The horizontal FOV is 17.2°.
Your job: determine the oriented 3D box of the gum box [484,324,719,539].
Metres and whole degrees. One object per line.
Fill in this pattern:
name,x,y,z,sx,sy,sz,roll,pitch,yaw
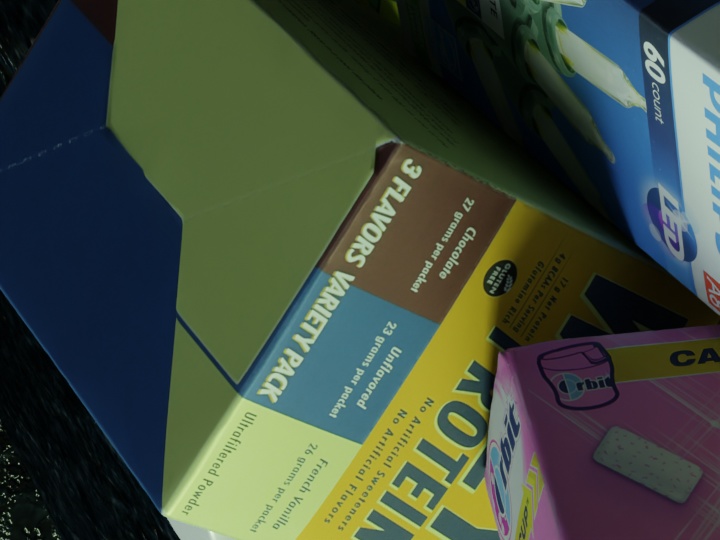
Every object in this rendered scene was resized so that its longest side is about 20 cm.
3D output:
gum box,0.146,0.075,0.698,0.066,0.198,0.114,95,166,-48

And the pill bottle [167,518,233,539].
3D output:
pill bottle,-0.005,0.057,1.123,0.112,0.199,0.112,52,161,27

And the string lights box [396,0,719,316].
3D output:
string lights box,0.081,-0.076,0.732,0.200,0.059,0.103,45,157,44

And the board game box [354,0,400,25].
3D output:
board game box,0.022,-0.150,0.995,0.200,0.047,0.102,42,154,46

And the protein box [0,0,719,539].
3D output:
protein box,0.000,0.000,0.812,0.199,0.135,0.199,23,-165,-41
